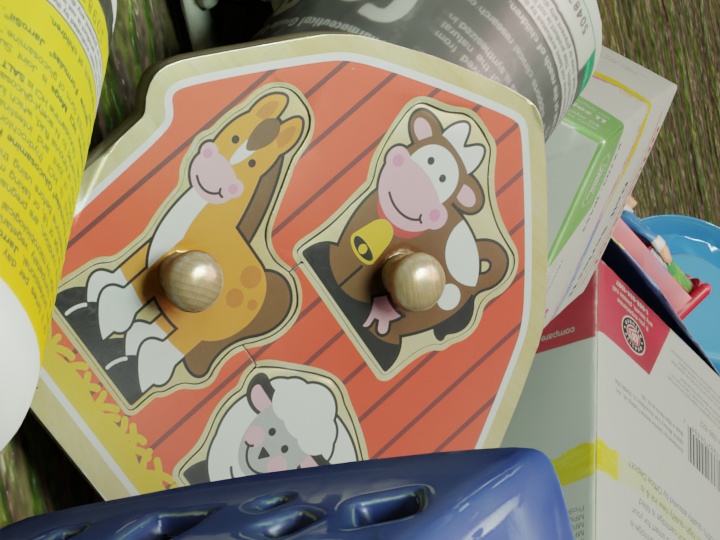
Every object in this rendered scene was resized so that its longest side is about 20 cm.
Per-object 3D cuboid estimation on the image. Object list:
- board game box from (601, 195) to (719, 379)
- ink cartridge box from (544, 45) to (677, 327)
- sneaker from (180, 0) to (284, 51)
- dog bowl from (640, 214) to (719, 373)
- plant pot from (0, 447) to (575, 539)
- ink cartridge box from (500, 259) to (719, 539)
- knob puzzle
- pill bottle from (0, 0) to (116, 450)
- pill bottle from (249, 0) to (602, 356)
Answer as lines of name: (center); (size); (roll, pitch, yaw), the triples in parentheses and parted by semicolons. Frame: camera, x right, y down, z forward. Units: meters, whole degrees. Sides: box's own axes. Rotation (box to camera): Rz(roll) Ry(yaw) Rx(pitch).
board game box: (0.139, -0.023, 1.450); (0.158, 0.039, 0.200); (47, -1, 37)
ink cartridge box: (0.083, -0.040, 1.261); (0.118, 0.067, 0.200); (-66, 169, 19)
sneaker: (-0.040, -0.139, 1.110); (0.080, 0.070, 0.202); (-5, 86, -67)
dog bowl: (0.178, 0.066, 1.558); (0.050, 0.111, 0.201); (121, -23, -53)
plant pot: (-0.046, 0.172, 0.771); (0.180, 0.199, 0.202); (-21, 100, -62)
ink cartridge box: (0.116, 0.121, 1.357); (0.145, 0.083, 0.201); (43, 40, -43)
knob puzzle: (-0.010, 0.010, 0.927); (0.030, 0.219, 0.221); (23, -45, 61)
pill bottle: (-0.132, -0.014, 0.733); (0.113, 0.112, 0.201); (59, 28, -44)
pill bottle: (-0.001, -0.045, 1.030); (0.200, 0.112, 0.114); (-53, 134, -34)
